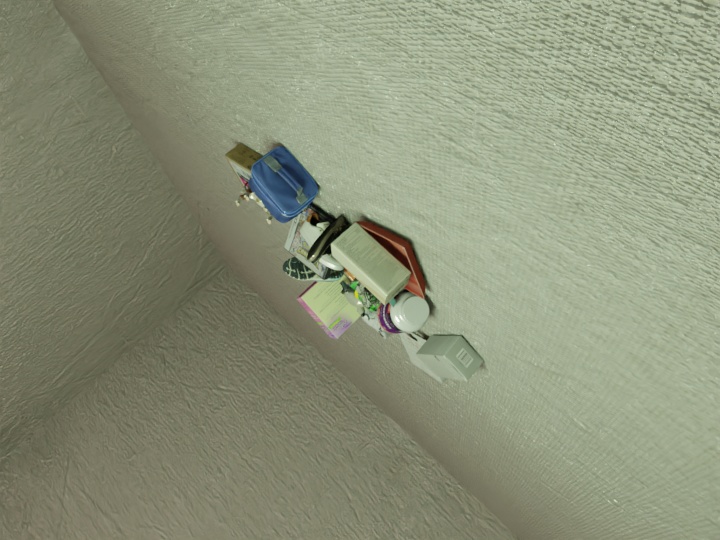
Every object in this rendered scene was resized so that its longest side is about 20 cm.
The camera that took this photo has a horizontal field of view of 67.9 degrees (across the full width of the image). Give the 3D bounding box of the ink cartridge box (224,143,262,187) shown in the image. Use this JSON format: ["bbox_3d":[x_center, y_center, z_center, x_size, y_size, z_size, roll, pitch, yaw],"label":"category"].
[{"bbox_3d":[-0.337,-0.306,1.759,0.200,0.075,0.165,33,157,36],"label":"ink cartridge box"}]

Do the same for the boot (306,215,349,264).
[{"bbox_3d":[-0.052,-0.049,1.480,0.151,0.200,0.073,46,129,-12],"label":"boot"}]

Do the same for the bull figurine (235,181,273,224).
[{"bbox_3d":[-0.275,-0.209,1.617,0.199,0.121,0.065,26,131,12],"label":"bull figurine"}]

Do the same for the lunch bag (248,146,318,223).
[{"bbox_3d":[-0.216,-0.235,1.511,0.200,0.136,0.132,48,163,-2],"label":"lunch bag"}]

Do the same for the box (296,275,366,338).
[{"bbox_3d":[-0.098,0.115,1.948,0.200,0.176,0.097,49,163,-7],"label":"box"}]

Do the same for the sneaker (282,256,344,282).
[{"bbox_3d":[-0.155,0.010,1.741,0.199,0.078,0.086,8,160,-5],"label":"sneaker"}]

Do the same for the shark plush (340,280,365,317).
[{"bbox_3d":[-0.006,0.088,1.827,0.200,0.083,0.091,17,130,57],"label":"shark plush"}]

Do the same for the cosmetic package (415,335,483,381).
[{"bbox_3d":[0.254,0.251,1.548,0.107,0.090,0.200,46,160,-6],"label":"cosmetic package"}]

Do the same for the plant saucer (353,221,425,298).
[{"bbox_3d":[0.085,-0.037,1.398,0.199,0.037,0.200,31,156,43],"label":"plant saucer"}]

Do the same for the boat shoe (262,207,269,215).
[{"bbox_3d":[-0.301,-0.219,1.879,0.200,0.072,0.060,36,166,45],"label":"boat shoe"}]

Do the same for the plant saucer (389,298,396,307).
[{"bbox_3d":[0.066,0.038,1.518,0.070,0.019,0.200,54,-174,-19],"label":"plant saucer"}]

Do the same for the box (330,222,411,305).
[{"bbox_3d":[0.025,-0.018,1.368,0.200,0.095,0.078,44,164,15],"label":"box"}]

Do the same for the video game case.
[{"bbox_3d":[-0.145,-0.099,1.645,0.200,0.025,0.181,37,119,31],"label":"video game case"}]

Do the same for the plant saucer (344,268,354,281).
[{"bbox_3d":[0.000,0.000,1.688,0.200,0.037,0.200,41,162,17],"label":"plant saucer"}]

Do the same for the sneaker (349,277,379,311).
[{"bbox_3d":[0.027,0.058,1.562,0.085,0.078,0.200,48,172,21],"label":"sneaker"}]

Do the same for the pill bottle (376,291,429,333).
[{"bbox_3d":[0.123,0.121,1.526,0.113,0.112,0.200,48,163,-3],"label":"pill bottle"}]

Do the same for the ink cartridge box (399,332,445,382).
[{"bbox_3d":[0.207,0.262,1.779,0.162,0.050,0.201,27,145,51],"label":"ink cartridge box"}]

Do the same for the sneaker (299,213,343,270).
[{"bbox_3d":[-0.105,-0.087,1.547,0.200,0.073,0.085,50,126,27],"label":"sneaker"}]

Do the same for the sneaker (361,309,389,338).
[{"bbox_3d":[0.060,0.162,1.838,0.115,0.075,0.200,38,165,18],"label":"sneaker"}]
